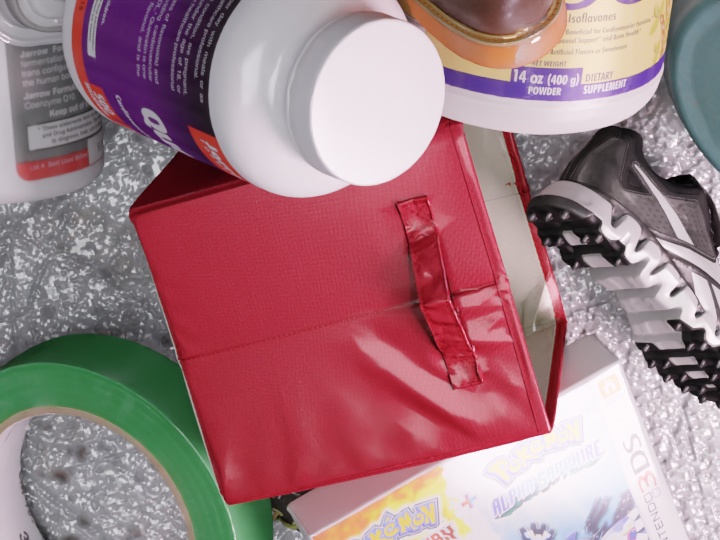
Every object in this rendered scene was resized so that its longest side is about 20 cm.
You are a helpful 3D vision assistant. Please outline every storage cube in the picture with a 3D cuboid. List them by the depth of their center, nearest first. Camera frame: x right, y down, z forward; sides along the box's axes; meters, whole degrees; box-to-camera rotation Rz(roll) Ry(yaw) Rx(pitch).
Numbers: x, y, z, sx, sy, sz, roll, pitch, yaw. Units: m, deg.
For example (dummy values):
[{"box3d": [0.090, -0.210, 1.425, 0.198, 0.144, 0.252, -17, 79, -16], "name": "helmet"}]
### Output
[{"box3d": [0.000, 0.000, 1.183, 0.179, 0.200, 0.172, -14, 105, 13], "name": "storage cube"}]

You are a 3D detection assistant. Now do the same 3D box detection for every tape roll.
[{"box3d": [-0.148, 0.137, 1.267, 0.200, 0.048, 0.201, 10, 114, 22], "name": "tape roll"}]

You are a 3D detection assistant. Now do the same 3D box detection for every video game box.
[{"box3d": [0.083, 0.160, 1.250, 0.200, 0.047, 0.183, -29, 116, -8], "name": "video game box"}]

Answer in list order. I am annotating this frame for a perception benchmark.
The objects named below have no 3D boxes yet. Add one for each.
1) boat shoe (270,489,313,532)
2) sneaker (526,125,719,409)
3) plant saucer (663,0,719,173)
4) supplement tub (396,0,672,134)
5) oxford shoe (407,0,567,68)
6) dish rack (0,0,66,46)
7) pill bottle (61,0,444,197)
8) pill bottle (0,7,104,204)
[{"box3d": [-0.017, 0.128, 1.281, 0.200, 0.072, 0.061, 18, 102, -5], "name": "boat shoe"}, {"box3d": [0.177, -0.005, 1.234, 0.200, 0.066, 0.091, 46, 63, -28], "name": "sneaker"}, {"box3d": [0.232, -0.092, 1.159, 0.200, 0.036, 0.200, 28, 141, 25], "name": "plant saucer"}, {"box3d": [0.085, -0.182, 1.065, 0.145, 0.146, 0.201, 6, 118, 1], "name": "supplement tub"}, {"box3d": [0.010, -0.167, 0.973, 0.200, 0.073, 0.071, 34, 68, 28], "name": "oxford shoe"}, {"box3d": [-0.105, -0.206, 1.149, 0.199, 0.043, 0.172, -11, 108, -35], "name": "dish rack"}, {"box3d": [-0.051, -0.102, 1.063, 0.112, 0.200, 0.113, -14, 115, -34], "name": "pill bottle"}, {"box3d": [-0.201, -0.144, 1.193, 0.113, 0.114, 0.201, -2, 106, 3], "name": "pill bottle"}]
